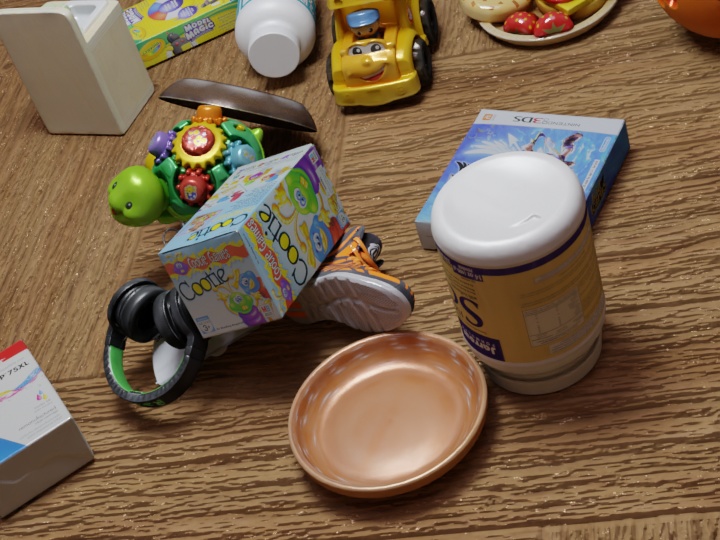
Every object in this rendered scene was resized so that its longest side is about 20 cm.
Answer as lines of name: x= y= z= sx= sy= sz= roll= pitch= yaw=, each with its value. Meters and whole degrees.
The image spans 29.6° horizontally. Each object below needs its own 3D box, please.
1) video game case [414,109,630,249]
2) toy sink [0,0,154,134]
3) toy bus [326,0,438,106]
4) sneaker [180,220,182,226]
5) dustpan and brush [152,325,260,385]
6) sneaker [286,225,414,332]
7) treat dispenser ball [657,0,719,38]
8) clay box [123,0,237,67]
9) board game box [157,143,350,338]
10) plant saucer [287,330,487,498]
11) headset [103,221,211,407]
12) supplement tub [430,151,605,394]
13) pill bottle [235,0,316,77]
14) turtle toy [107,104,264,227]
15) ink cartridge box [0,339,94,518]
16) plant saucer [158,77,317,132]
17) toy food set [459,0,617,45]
video game case: x=0.181 y=-0.097 z=1.515 sx=0.180 sy=0.046 sz=0.201 roll=7 pitch=48 yaw=30
toy sink: x=-0.384 y=-0.296 z=1.845 sx=0.129 sy=0.201 sz=0.112 roll=3 pitch=45 yaw=26
toy bus: x=0.014 y=-0.336 z=1.734 sx=0.134 sy=0.193 sz=0.201 roll=-5 pitch=44 yaw=14
sneaker: x=-0.196 y=-0.118 z=1.665 sx=0.079 sy=0.079 sz=0.201 roll=-14 pitch=42 yaw=-2
dustpan and brush: x=-0.175 y=0.038 z=1.515 sx=0.139 sy=0.057 sz=0.201 roll=-30 pitch=46 yaw=7
sneaker: x=0.000 y=0.000 z=1.435 sx=0.199 sy=0.078 sz=0.112 roll=6 pitch=43 yaw=47
treat dispenser ball: x=0.433 y=-0.373 z=1.594 sx=0.199 sy=0.202 sz=0.202 roll=-11 pitch=41 yaw=10
clay box: x=-0.277 y=-0.362 z=1.991 sx=0.199 sy=0.048 sz=0.115 roll=-25 pitch=40 yaw=-7
board game box: x=-0.105 y=-0.033 z=1.418 sx=0.104 sy=0.104 sz=0.200 roll=-15 pitch=23 yaw=29
plant saucer: x=0.028 y=0.142 z=1.320 sx=0.198 sy=0.038 sz=0.201 roll=-11 pitch=42 yaw=10
headset: x=-0.200 y=0.048 z=1.446 sx=0.123 sy=0.094 sz=0.202 roll=5 pitch=76 yaw=34
supplement tub: x=0.154 y=0.005 z=1.293 sx=0.144 sy=0.201 sz=0.146 roll=-11 pitch=40 yaw=10
pill bottle: x=-0.115 y=-0.348 z=1.861 sx=0.110 sy=0.111 sz=0.201 roll=-12 pitch=42 yaw=10
turtle toy: x=-0.195 y=-0.110 z=1.552 sx=0.199 sy=0.101 sz=0.146 roll=-34 pitch=62 yaw=-12
ink cartridge box: x=-0.377 y=0.154 z=1.448 sx=0.116 sy=0.068 sz=0.200 roll=-33 pitch=42 yaw=-14
plant saucer: x=-0.147 y=-0.204 z=1.672 sx=0.199 sy=0.200 sz=0.032 roll=12 pitch=91 yaw=32
toy food set: x=0.243 y=-0.364 z=1.780 sx=0.197 sy=0.049 sz=0.200 roll=-33 pitch=42 yaw=-15
